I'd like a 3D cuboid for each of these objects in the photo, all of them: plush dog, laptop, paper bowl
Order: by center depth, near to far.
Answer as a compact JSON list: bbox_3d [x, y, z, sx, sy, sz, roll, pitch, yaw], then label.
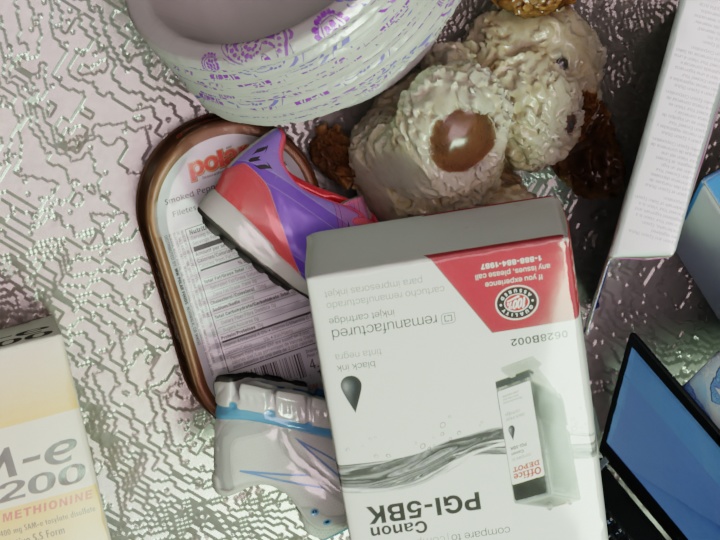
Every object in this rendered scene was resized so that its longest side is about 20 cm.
[{"bbox_3d":[-0.025,-0.171,1.301,0.201,0.201,0.104,-44,137,-2],"label":"paper bowl"},{"bbox_3d":[0.157,0.178,1.375,0.200,0.177,0.103,-43,148,7],"label":"laptop"},{"bbox_3d":[0.077,-0.088,1.376,0.172,0.160,0.201,-39,133,-18],"label":"plush dog"}]

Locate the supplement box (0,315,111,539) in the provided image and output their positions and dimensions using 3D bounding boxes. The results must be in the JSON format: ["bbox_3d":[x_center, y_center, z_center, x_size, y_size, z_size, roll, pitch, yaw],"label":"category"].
[{"bbox_3d":[-0.216,0.140,1.365,0.125,0.074,0.201,-15,101,-10],"label":"supplement box"}]

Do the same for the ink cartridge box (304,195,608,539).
[{"bbox_3d":[0.055,0.074,1.274,0.146,0.083,0.201,-9,108,3],"label":"ink cartridge box"}]

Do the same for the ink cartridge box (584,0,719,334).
[{"bbox_3d":[0.179,-0.062,1.353,0.043,0.196,0.201,15,96,6],"label":"ink cartridge box"}]

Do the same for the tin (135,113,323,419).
[{"bbox_3d":[-0.065,0.004,1.395,0.111,0.042,0.201,-19,102,-13],"label":"tin"}]

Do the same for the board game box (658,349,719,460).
[{"bbox_3d":[0.302,0.021,1.363,0.199,0.199,0.044,-18,66,-37],"label":"board game box"}]

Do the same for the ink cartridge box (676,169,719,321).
[{"bbox_3d":[0.300,-0.050,1.395,0.199,0.145,0.084,-30,77,-7],"label":"ink cartridge box"}]

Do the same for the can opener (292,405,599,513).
[{"bbox_3d":[0.053,0.116,1.429,0.199,0.053,0.067,-22,102,-7],"label":"can opener"}]

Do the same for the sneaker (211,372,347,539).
[{"bbox_3d":[0.005,0.120,1.367,0.199,0.075,0.087,11,94,1],"label":"sneaker"}]

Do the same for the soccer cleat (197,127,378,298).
[{"bbox_3d":[0.000,0.000,1.356,0.200,0.068,0.073,38,91,-12],"label":"soccer cleat"}]
